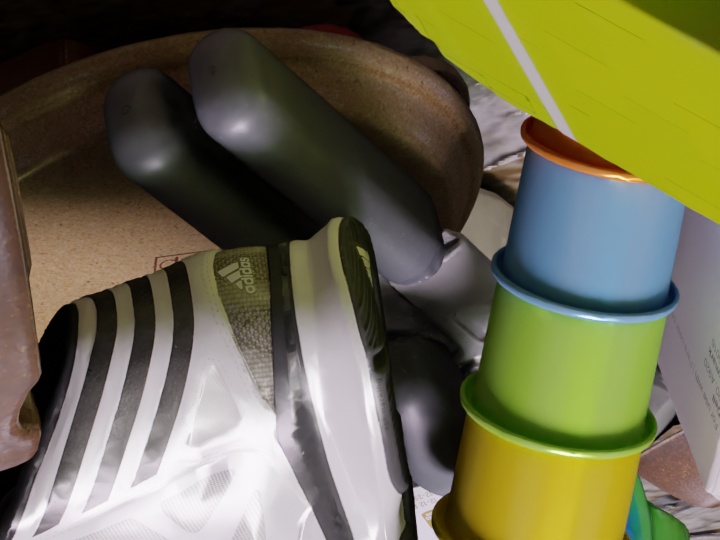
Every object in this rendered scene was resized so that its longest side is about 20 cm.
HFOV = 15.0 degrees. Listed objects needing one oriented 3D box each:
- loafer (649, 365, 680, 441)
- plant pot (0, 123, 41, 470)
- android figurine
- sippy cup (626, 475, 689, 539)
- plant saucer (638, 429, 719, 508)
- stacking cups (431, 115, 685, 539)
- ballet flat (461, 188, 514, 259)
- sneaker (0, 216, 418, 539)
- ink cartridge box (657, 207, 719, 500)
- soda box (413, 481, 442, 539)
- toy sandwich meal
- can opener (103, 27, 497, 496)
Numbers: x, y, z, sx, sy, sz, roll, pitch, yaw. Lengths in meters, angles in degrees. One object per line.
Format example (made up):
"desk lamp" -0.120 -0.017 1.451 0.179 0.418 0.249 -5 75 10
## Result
"loafer" 0.129 0.009 1.015 0.069 0.076 0.200 -24 170 -11
"plant pot" -0.187 -0.008 0.649 0.197 0.202 0.200 -13 162 -14
"android figurine" 0.064 -0.057 0.618 0.041 0.200 0.182 -52 150 -7
"sippy cup" 0.044 0.121 1.202 0.178 0.140 0.130 40 162 -5
"plant saucer" 0.203 0.049 1.102 0.199 0.035 0.200 -24 172 -3
"stacking cups" 0.064 -0.016 0.752 0.060 0.201 0.061 8 -162 -3
"ballet flat" 0.044 0.022 0.994 0.069 0.070 0.200 -14 161 13
"sneaker" -0.042 0.074 0.752 0.114 0.076 0.201 -8 129 1
"ink cartridge box" 0.168 -0.036 0.755 0.145 0.085 0.201 -5 136 -12
"soda box" -0.051 0.090 0.911 0.199 0.064 0.068 -18 136 18
"toy sandwich meal" -0.062 -0.026 0.824 0.204 0.071 0.206 -11 150 -7
"can opener" 0.000 0.000 0.767 0.052 0.067 0.200 -24 144 17
